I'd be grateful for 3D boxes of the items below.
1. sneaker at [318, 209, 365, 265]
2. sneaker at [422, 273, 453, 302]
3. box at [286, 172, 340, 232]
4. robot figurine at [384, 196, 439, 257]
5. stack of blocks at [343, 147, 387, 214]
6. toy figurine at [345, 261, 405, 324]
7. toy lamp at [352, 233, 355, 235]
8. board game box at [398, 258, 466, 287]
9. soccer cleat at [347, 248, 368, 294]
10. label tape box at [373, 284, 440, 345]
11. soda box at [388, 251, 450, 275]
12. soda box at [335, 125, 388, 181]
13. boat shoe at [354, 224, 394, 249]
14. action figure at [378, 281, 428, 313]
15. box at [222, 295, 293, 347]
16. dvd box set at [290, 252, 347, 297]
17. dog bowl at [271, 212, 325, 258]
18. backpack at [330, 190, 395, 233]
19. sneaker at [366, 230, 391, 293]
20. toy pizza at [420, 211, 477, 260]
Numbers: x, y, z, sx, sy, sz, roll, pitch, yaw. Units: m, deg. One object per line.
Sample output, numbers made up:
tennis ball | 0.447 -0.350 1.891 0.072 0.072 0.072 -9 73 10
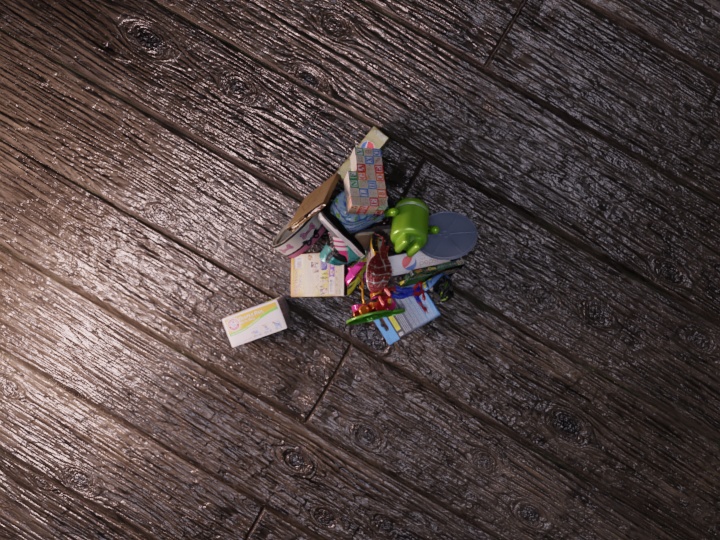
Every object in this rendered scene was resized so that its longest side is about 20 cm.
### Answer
sneaker | -0.091 -0.087 1.601 0.121 0.084 0.200 -35 116 17
sneaker | 0.257 0.058 1.640 0.071 0.200 0.083 -30 74 21
box | -0.145 -0.217 1.625 0.163 0.200 0.021 -33 112 31
robot figurine | 0.155 -0.143 1.618 0.175 0.116 0.200 20 55 -15
stack of blocks | 0.011 -0.275 1.584 0.115 0.059 0.200 0 71 -16
toy figurine | 0.031 0.060 1.642 0.200 0.150 0.184 -8 76 -23
toy lamp | -0.066 -0.046 1.727 0.058 0.058 0.200 19 92 2
board game box | 0.229 0.008 1.647 0.200 0.105 0.024 -11 73 -26
soccer cleat | 0.000 0.000 1.721 0.084 0.065 0.200 24 95 -1
label tape box | 0.144 0.135 1.721 0.200 0.063 0.144 -32 90 5
soda box | 0.193 -0.033 1.707 0.200 0.064 0.068 -11 93 5
soda box | 0.007 -0.371 1.692 0.064 0.068 0.200 41 95 1
boat shoe | 0.071 -0.116 1.691 0.200 0.065 0.072 -5 137 -14
action figure | 0.160 0.088 1.604 0.099 0.200 0.065 55 133 25
box | -0.342 0.170 1.729 0.200 0.112 0.102 -20 92 6
dvd box set | -0.138 0.015 1.705 0.200 0.029 0.147 -3 83 23
dog bowl | -0.190 -0.122 1.666 0.200 0.200 0.074 -40 109 5
backpack | -0.006 -0.208 1.659 0.200 0.154 0.163 -32 89 5
sneaker | 0.055 -0.020 1.599 0.078 0.082 0.200 12 62 -7
toy pizza | 0.276 -0.109 1.669 0.200 0.032 0.201 -5 54 7
